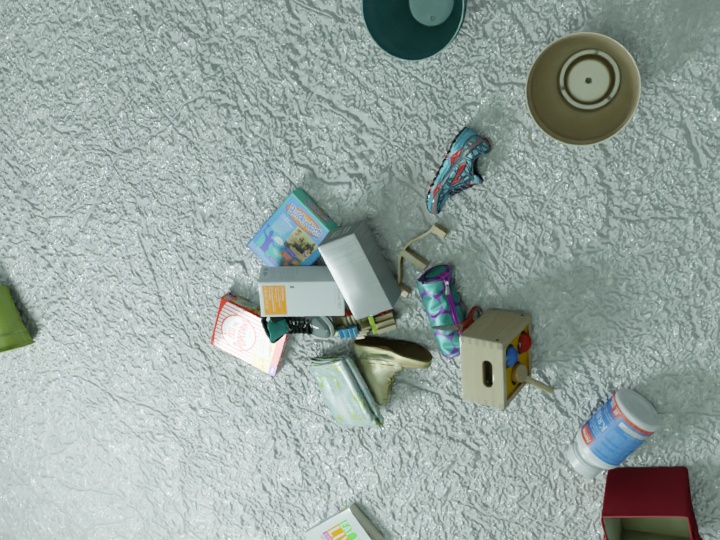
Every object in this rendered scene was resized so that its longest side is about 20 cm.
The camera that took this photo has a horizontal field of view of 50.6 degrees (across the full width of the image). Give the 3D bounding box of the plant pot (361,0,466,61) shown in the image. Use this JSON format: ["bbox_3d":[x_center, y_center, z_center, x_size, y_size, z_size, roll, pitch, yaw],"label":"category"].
[{"bbox_3d":[0.118,-0.512,1.460,0.199,0.135,0.201,8,114,20],"label":"plant pot"}]

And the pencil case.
[{"bbox_3d":[0.192,0.093,1.709,0.092,0.085,0.201,11,125,63],"label":"pencil case"}]

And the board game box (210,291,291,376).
[{"bbox_3d":[-0.281,0.164,1.967,0.199,0.046,0.152,25,119,12],"label":"board game box"}]

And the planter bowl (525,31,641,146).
[{"bbox_3d":[0.416,-0.342,1.403,0.199,0.135,0.201,9,115,20],"label":"planter bowl"}]

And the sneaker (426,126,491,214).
[{"bbox_3d":[0.206,-0.193,1.590,0.095,0.079,0.200,29,120,7],"label":"sneaker"}]

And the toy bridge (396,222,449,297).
[{"bbox_3d":[0.123,-0.027,1.724,0.067,0.027,0.200,35,121,8],"label":"toy bridge"}]

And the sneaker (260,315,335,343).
[{"bbox_3d":[-0.167,0.134,1.834,0.199,0.121,0.084,18,126,35],"label":"sneaker"}]

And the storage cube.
[{"bbox_3d":[0.636,0.550,1.657,0.199,0.180,0.172,-9,107,25],"label":"storage cube"}]

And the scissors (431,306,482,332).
[{"bbox_3d":[0.220,0.131,1.657,0.014,0.200,0.073,-7,97,40],"label":"scissors"}]

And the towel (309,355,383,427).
[{"bbox_3d":[-0.040,0.300,1.878,0.171,0.048,0.201,-12,109,58],"label":"towel"}]

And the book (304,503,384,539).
[{"bbox_3d":[-0.049,0.740,2.114,0.200,0.048,0.134,-41,88,33],"label":"book"}]

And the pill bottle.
[{"bbox_3d":[0.543,0.360,1.656,0.112,0.112,0.200,36,120,6],"label":"pill bottle"}]

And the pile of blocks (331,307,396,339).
[{"bbox_3d":[-0.008,0.119,1.810,0.199,0.082,0.062,-11,107,27],"label":"pile of blocks"}]

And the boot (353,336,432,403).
[{"bbox_3d":[0.078,0.249,1.832,0.199,0.073,0.156,8,114,22],"label":"boot"}]

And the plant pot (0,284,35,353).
[{"bbox_3d":[-1.086,0.147,2.241,0.199,0.200,0.191,-11,95,27],"label":"plant pot"}]

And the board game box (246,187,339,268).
[{"bbox_3d":[-0.158,-0.076,1.814,0.152,0.045,0.200,46,121,-1],"label":"board game box"}]

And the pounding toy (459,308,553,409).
[{"bbox_3d":[0.323,0.206,1.662,0.142,0.184,0.201,8,115,33],"label":"pounding toy"}]

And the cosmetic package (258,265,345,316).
[{"bbox_3d":[-0.136,0.049,1.797,0.199,0.071,0.102,-2,122,0],"label":"cosmetic package"}]

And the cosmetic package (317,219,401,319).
[{"bbox_3d":[0.000,0.000,1.716,0.107,0.090,0.200,-17,111,27],"label":"cosmetic package"}]
